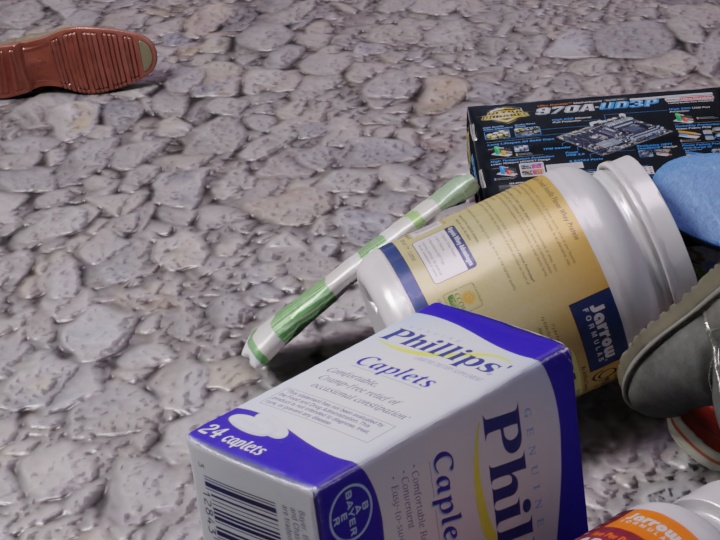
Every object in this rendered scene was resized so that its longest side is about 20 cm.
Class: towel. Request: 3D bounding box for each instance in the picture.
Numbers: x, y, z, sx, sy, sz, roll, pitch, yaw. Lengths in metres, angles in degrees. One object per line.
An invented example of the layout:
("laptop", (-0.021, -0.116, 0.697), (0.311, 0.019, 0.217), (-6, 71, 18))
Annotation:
("towel", (0.000, 0.000, 1.571), (0.199, 0.023, 0.153), (-37, 1, 0))

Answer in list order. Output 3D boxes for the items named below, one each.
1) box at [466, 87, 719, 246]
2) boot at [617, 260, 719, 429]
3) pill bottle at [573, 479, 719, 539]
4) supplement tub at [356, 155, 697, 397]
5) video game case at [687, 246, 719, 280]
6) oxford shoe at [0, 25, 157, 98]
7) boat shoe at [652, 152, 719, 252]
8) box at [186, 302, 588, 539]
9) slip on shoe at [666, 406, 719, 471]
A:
("box", (0.180, -0.072, 1.604), (0.198, 0.046, 0.159), (-5, 31, -1))
("boot", (0.226, 0.110, 1.286), (0.072, 0.182, 0.201), (-6, 62, -22))
("pill bottle", (0.139, 0.188, 1.152), (0.199, 0.111, 0.109), (-24, 28, -35))
("supplement tub", (0.111, 0.019, 1.463), (0.199, 0.145, 0.145), (-24, 25, -4))
("video game case", (0.179, -0.015, 1.623), (0.180, 0.022, 0.200), (18, 33, 2))
("oxford shoe", (-0.302, -0.224, 2.290), (0.198, 0.071, 0.074), (-2, 21, 11))
("boat shoe", (0.287, -0.022, 1.461), (0.199, 0.069, 0.085), (17, 73, 24))
("box", (0.023, 0.144, 1.190), (0.104, 0.186, 0.199), (14, 31, 43))
("slip on shoe", (0.263, 0.061, 1.444), (0.074, 0.061, 0.200), (39, 47, 15))
